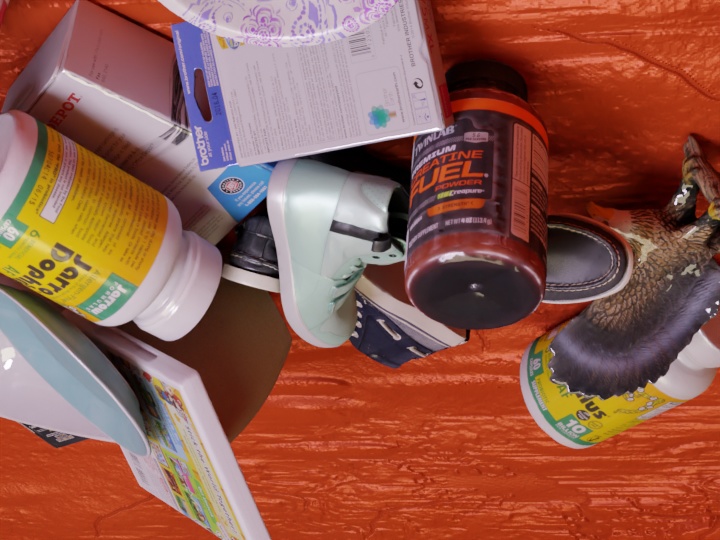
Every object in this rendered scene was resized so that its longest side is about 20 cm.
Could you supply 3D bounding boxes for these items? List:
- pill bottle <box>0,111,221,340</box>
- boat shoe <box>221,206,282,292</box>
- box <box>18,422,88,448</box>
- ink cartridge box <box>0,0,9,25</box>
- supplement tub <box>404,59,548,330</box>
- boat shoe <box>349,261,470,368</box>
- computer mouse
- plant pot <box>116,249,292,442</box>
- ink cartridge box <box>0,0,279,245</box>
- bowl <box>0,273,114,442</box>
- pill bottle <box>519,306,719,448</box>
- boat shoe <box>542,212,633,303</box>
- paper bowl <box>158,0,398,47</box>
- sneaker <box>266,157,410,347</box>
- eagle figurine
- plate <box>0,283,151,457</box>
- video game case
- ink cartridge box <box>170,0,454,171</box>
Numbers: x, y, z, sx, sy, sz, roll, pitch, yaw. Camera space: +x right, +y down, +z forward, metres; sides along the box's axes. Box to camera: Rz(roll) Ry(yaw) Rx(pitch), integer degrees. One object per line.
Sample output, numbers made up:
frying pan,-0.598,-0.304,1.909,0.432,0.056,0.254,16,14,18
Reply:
pill bottle,-0.209,-0.027,1.389,0.200,0.113,0.113,32,138,-30
boat shoe,-0.070,-0.024,1.533,0.074,0.066,0.199,16,-174,12
box,-0.279,0.102,1.804,0.199,0.044,0.160,-19,138,31
ink cartridge box,-0.332,-0.155,1.360,0.085,0.148,0.200,23,141,-20
supplement tub,0.089,-0.062,1.374,0.106,0.201,0.107,3,144,2
boat shoe,0.007,0.026,1.620,0.092,0.075,0.200,-28,134,29
computer mouse,0.028,-0.069,1.509,0.199,0.046,0.140,26,142,-25
plant pot,-0.140,0.058,1.621,0.134,0.201,0.201,-29,143,-7
ink cartridge box,-0.174,-0.109,1.452,0.199,0.086,0.146,26,140,-23
bowl,-0.297,0.065,1.640,0.199,0.075,0.200,8,147,24
pill bottle,0.246,0.075,1.619,0.112,0.113,0.200,29,140,-28
boat shoe,0.114,-0.018,1.439,0.199,0.074,0.060,14,-175,26
paper bowl,-0.057,-0.252,1.214,0.199,0.105,0.201,5,145,3
sneaker,0.000,0.000,1.439,0.118,0.074,0.201,11,142,20
eagle figurine,0.228,-0.010,1.480,0.151,0.152,0.200,41,120,3
plate,-0.233,0.072,1.464,0.200,0.026,0.200,40,161,16
video game case,-0.159,0.134,1.503,0.182,0.023,0.201,24,143,46
ink cartridge box,-0.037,-0.147,1.359,0.199,0.042,0.120,-9,98,19
